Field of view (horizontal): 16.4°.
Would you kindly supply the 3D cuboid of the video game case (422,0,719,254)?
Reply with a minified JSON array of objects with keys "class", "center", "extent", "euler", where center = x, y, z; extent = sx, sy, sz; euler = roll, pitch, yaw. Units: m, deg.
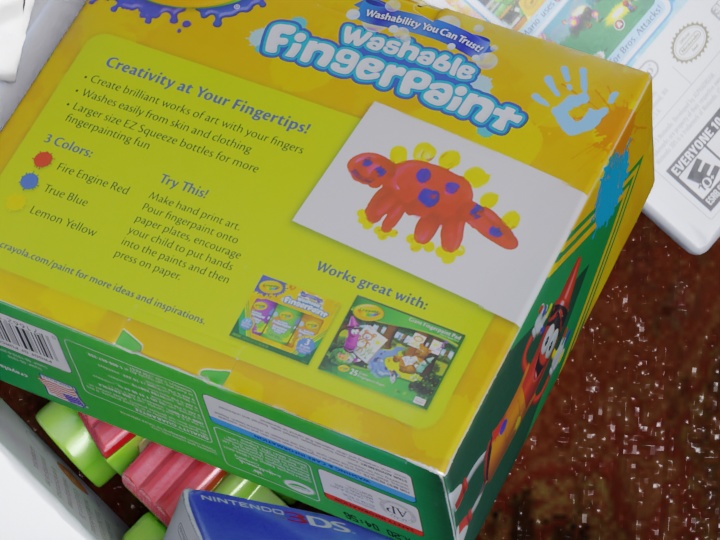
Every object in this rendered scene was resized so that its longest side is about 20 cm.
[{"class":"video game case","center":[0.119,-0.139,0.904],"extent":[0.182,0.024,0.200],"euler":[41,89,-10]}]

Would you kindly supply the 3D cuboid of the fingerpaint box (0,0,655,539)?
[{"class":"fingerpaint box","center":[-0.021,-0.016,0.861],"extent":[0.199,0.073,0.167],"euler":[19,63,19]}]

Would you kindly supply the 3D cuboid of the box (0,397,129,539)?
[{"class":"box","center":[-0.171,0.089,0.915],"extent":[0.106,0.152,0.200],"euler":[-44,98,-4]}]

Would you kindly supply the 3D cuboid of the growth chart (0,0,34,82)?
[{"class":"growth chart","center":[-0.174,-0.140,0.928],"extent":[0.144,0.018,0.201],"euler":[18,91,-8]}]

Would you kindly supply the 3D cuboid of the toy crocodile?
[{"class":"toy crocodile","center":[-0.075,0.062,0.925],"extent":[0.067,0.200,0.062],"euler":[-43,136,-3]}]

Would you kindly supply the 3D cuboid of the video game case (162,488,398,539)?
[{"class":"video game case","center":[0.002,0.178,0.869],"extent":[0.199,0.045,0.182],"euler":[14,110,-22]}]

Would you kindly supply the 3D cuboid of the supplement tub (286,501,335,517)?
[{"class":"supplement tub","center":[0.022,0.170,0.973],"extent":[0.200,0.107,0.107],"euler":[44,86,-8]}]

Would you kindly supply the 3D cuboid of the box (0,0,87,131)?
[{"class":"box","center":[-0.116,-0.134,0.968],"extent":[0.160,0.044,0.200],"euler":[-39,98,-4]}]
